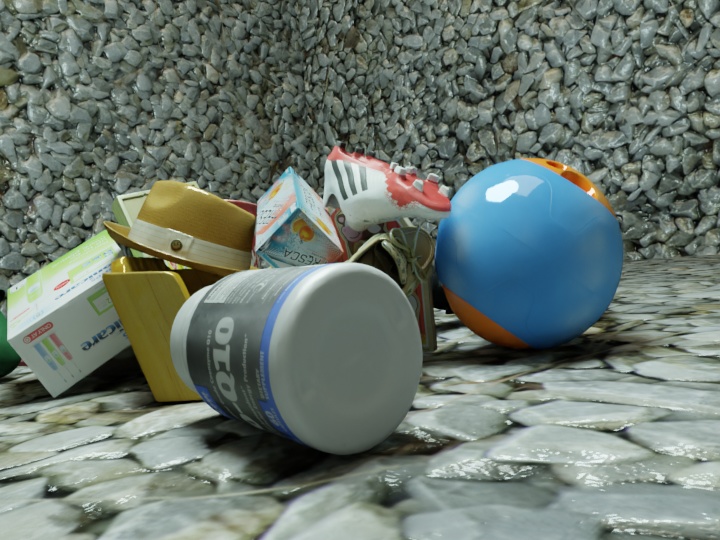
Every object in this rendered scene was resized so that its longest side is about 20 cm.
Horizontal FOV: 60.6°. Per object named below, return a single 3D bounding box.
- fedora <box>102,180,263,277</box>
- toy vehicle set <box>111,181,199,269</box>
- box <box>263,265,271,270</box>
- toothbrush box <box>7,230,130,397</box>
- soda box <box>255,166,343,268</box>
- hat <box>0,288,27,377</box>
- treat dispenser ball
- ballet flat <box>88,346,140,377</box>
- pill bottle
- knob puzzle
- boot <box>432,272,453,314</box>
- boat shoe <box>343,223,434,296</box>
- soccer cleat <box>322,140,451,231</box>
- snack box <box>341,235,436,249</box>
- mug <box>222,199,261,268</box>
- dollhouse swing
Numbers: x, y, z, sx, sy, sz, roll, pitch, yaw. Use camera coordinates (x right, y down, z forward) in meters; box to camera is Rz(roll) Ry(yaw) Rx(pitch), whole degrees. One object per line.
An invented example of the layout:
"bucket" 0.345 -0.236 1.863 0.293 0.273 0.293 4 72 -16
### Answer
"fedora" -0.183 -0.048 0.693 0.196 0.084 0.201 17 0 0
"toy vehicle set" -0.233 -0.018 0.824 0.123 0.203 0.026 -19 -13 -45
"box" -0.102 0.021 0.862 0.064 0.071 0.200 -29 4 28
"toothbrush box" -0.334 0.040 0.742 0.144 0.087 0.199 -35 29 -17
"soda box" -0.073 -0.052 0.686 0.064 0.068 0.201 -44 20 8
"hat" -0.485 0.140 0.834 0.200 0.177 0.165 -44 10 -8
"treat dispenser ball" 0.178 -0.018 0.667 0.195 0.207 0.201 -5 1 0
"ballet flat" -0.277 0.086 0.795 0.196 0.069 0.068 -7 -37 -33
"pill bottle" -0.059 0.056 0.444 0.112 0.117 0.198 -6 1 -37
"knob puzzle" 0.000 0.000 0.744 0.216 0.226 0.030 -4 8 38
"boot" 0.106 0.051 0.971 0.165 0.078 0.199 9 -23 -32
"boat shoe" 0.018 0.008 0.618 0.199 0.074 0.063 -38 1 -36
"soccer cleat" 0.022 -0.076 0.660 0.068 0.087 0.199 3 20 -40
"snack box" 0.028 -0.025 0.859 0.071 0.025 0.198 -20 -20 37
"mug" -0.190 0.008 0.943 0.173 0.206 0.133 1 -10 -19
"dollhouse swing" -0.133 0.039 0.666 0.173 0.185 0.200 -25 0 1
